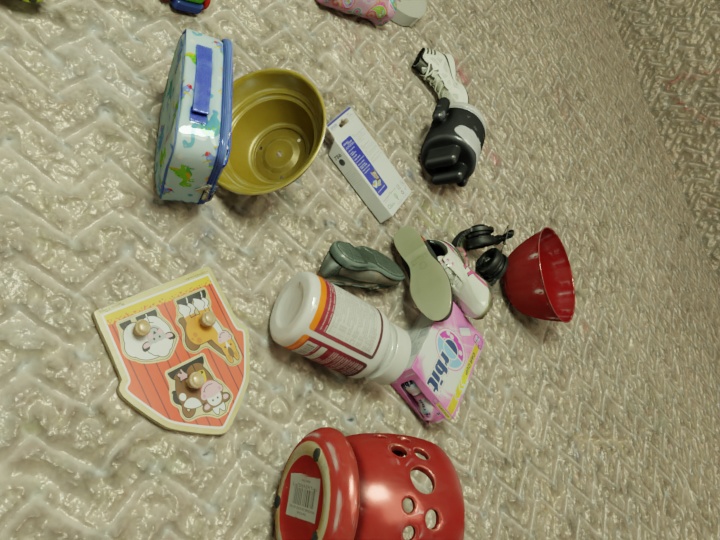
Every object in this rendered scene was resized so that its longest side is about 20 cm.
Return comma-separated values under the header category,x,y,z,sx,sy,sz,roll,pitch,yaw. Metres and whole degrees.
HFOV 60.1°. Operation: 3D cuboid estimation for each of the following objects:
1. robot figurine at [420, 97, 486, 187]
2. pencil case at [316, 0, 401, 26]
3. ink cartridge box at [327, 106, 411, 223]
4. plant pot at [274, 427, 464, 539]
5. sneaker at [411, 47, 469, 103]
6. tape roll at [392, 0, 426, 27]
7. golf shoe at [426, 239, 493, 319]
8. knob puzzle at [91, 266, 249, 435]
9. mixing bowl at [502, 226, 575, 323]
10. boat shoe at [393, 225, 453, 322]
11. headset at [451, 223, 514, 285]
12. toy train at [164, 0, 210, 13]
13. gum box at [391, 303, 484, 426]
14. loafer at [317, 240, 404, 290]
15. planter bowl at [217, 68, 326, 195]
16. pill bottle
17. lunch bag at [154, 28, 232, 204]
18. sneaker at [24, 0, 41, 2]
category,x,y,z,sx,sy,sz,roll,pitch,yaw
robot figurine,0.193,-0.265,1.304,0.123,0.151,0.202,22,49,2
pencil case,-0.007,-0.573,1.292,0.198,0.087,0.089,-1,70,-44
ink cartridge box,0.009,-0.195,1.144,0.201,0.039,0.100,54,43,-12
plant pot,0.001,0.301,0.767,0.180,0.200,0.204,16,58,-29
sneaker,0.170,-0.422,1.410,0.113,0.076,0.204,8,56,-32
tape roll,0.077,-0.671,1.460,0.201,0.037,0.207,23,54,-35
golf shoe,0.171,0.015,1.139,0.091,0.073,0.201,21,24,-31
knob puzzle,-0.210,0.109,0.776,0.217,0.030,0.224,23,55,-36
mixing bowl,0.371,0.020,1.326,0.199,0.107,0.204,26,58,-48
boat shoe,0.114,0.011,1.091,0.063,0.070,0.202,53,12,-52
headset,0.254,-0.037,1.299,0.198,0.093,0.125,-32,96,-33
toy train,-0.276,-0.524,0.975,0.084,0.115,0.204,-8,75,-46
gum box,0.131,0.153,1.061,0.114,0.066,0.201,49,44,-13
loafer,0.000,0.000,1.027,0.199,0.063,0.072,16,31,-55
planter bowl,-0.134,-0.191,0.935,0.084,0.196,0.204,51,28,-68
pill bottle,-0.025,0.090,0.909,0.198,0.109,0.111,30,51,-31
lunch bag,-0.219,-0.201,0.826,0.081,0.161,0.204,7,63,-24
sneaker,-0.477,-0.401,0.760,0.198,0.074,0.084,26,28,-30
